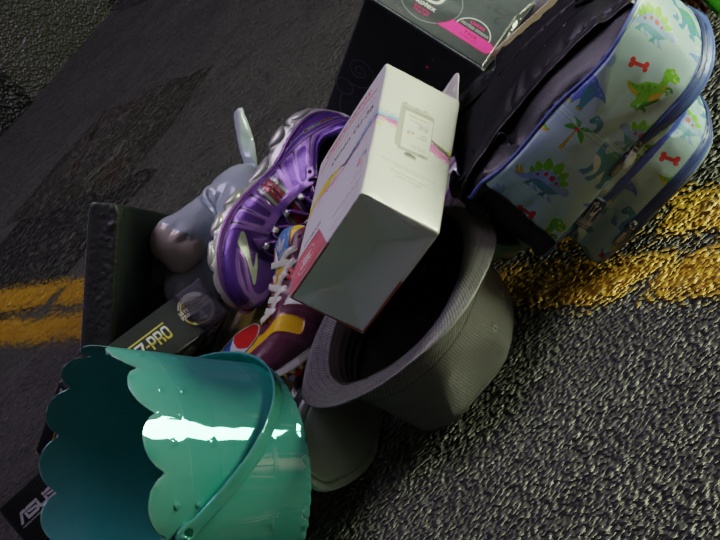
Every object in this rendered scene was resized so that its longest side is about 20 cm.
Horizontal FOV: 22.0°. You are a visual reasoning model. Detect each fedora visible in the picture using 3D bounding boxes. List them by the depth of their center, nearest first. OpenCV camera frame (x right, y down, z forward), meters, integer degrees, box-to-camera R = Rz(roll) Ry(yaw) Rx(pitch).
[{"bbox_3d":[0.049,0.048,1.371,0.177,0.090,0.200,-31,28,32],"label":"fedora"}]

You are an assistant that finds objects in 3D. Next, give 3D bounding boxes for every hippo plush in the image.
[{"bbox_3d":[-0.078,-0.023,1.746,0.160,0.160,0.200,10,51,35],"label":"hippo plush"}]

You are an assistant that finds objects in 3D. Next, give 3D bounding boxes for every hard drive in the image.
[{"bbox_3d":[-0.210,0.013,1.740,0.033,0.140,0.200,3,-1,12],"label":"hard drive"}]

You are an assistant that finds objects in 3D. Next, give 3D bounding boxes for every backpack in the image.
[{"bbox_3d":[0.175,-0.122,1.374,0.200,0.147,0.183,-49,19,22],"label":"backpack"}]

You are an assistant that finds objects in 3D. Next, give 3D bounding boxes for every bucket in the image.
[{"bbox_3d":[-0.135,0.152,1.342,0.207,0.134,0.208,-6,83,58],"label":"bucket"}]

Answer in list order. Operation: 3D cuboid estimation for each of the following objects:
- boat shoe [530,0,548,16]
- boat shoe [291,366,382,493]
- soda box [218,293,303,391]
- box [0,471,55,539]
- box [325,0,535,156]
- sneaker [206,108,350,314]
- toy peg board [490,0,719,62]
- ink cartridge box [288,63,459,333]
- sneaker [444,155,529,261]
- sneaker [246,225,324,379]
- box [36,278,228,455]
[{"bbox_3d":[0.197,-0.279,1.670,0.200,0.070,0.071,-35,-12,-44],"label":"boat shoe"},{"bbox_3d":[-0.024,0.113,1.424,0.060,0.076,0.200,-32,11,31],"label":"boat shoe"},{"bbox_3d":[-0.093,0.106,1.574,0.068,0.064,0.200,-29,25,36],"label":"soda box"},{"bbox_3d":[-0.212,0.160,1.606,0.160,0.044,0.200,-43,-6,7],"label":"box"},{"bbox_3d":[0.054,-0.174,1.638,0.106,0.122,0.200,-52,-9,-36],"label":"box"},{"bbox_3d":[-0.062,-0.055,1.606,0.083,0.081,0.200,12,70,49],"label":"sneaker"},{"bbox_3d":[0.219,-0.202,1.543,0.200,0.098,0.199,-41,-5,6],"label":"toy peg board"},{"bbox_3d":[0.014,-0.067,1.371,0.117,0.067,0.200,-54,15,38],"label":"ink cartridge box"},{"bbox_3d":[0.078,-0.038,1.527,0.140,0.078,0.200,-35,12,27],"label":"sneaker"},{"bbox_3d":[-0.051,0.018,1.474,0.200,0.090,0.075,-43,9,-39],"label":"sneaker"},{"bbox_3d":[-0.207,0.103,1.665,0.161,0.049,0.200,-35,-10,-25],"label":"box"}]
